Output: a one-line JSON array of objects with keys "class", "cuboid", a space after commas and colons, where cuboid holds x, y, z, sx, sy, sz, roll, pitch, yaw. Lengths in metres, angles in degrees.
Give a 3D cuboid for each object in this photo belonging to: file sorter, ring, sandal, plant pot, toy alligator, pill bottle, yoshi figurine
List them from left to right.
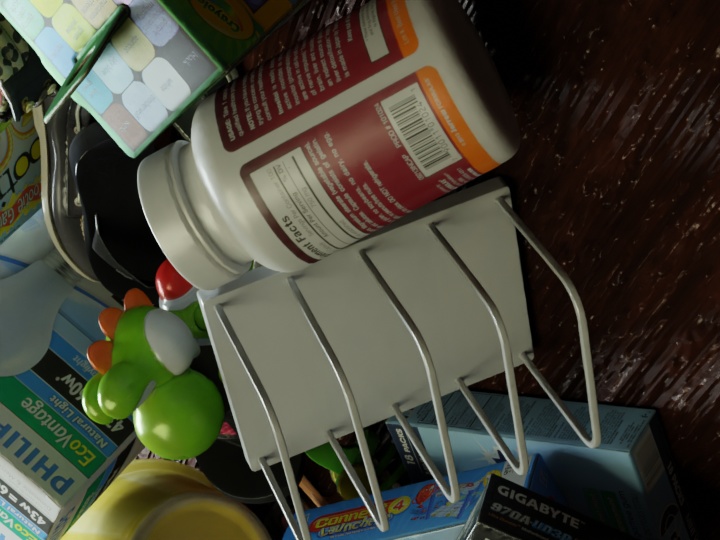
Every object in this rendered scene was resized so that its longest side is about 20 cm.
[{"class": "sandal", "cuboid": [-0.159, -0.027, 1.168, 0.201, 0.075, 0.043, 74, 169, -58]}, {"class": "plant pot", "cuboid": [-0.156, 0.245, 1.334, 0.201, 0.201, 0.189, 48, 154, -8]}, {"class": "yoshi figurine", "cuboid": [-0.103, 0.050, 1.124, 0.111, 0.200, 0.113, 31, 141, 13]}, {"class": "sandal", "cuboid": [-0.105, 0.083, 1.202, 0.201, 0.075, 0.045, 58, 180, 32]}, {"class": "ring", "cuboid": [-0.029, 0.178, 1.269, 0.201, 0.019, 0.201, 48, 169, 12]}, {"class": "pill bottle", "cuboid": [-0.020, -0.071, 0.936, 0.199, 0.113, 0.114, -27, 110, 15]}, {"class": "file sorter", "cuboid": [0.026, 0.063, 0.993, 0.125, 0.198, 0.140, -123, 16, -52]}, {"class": "toy alligator", "cuboid": [0.034, 0.183, 1.252, 0.200, 0.054, 0.059, 50, 180, -9]}]

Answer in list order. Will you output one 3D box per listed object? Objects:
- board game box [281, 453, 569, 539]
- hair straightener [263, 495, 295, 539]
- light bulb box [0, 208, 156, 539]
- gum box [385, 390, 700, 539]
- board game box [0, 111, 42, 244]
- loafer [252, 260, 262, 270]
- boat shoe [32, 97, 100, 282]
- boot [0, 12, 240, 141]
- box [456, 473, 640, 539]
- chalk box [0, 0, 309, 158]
[{"class": "board game box", "cuboid": [0.072, 0.235, 1.142, 0.194, 0.056, 0.201, -17, 117, 27]}, {"class": "hair straightener", "cuboid": [-0.043, 0.244, 1.374, 0.201, 0.041, 0.077, 51, 160, -8]}, {"class": "light bulb box", "cuboid": [-0.248, 0.077, 1.281, 0.198, 0.200, 0.125, 39, 143, 4]}, {"class": "gum box", "cuboid": [0.131, 0.165, 1.153, 0.198, 0.045, 0.171, 4, 129, 40]}, {"class": "board game box", "cuboid": [-0.280, -0.126, 1.193, 0.102, 0.105, 0.201, 28, 141, 17]}, {"class": "loafer", "cuboid": [-0.033, -0.031, 1.051, 0.069, 0.075, 0.202, 30, 106, 39]}, {"class": "boat shoe", "cuboid": [-0.183, -0.069, 1.189, 0.062, 0.073, 0.202, 19, 133, 31]}, {"class": "boot", "cuboid": [-0.169, -0.124, 1.053, 0.073, 0.154, 0.204, -15, 115, 48]}, {"class": "box", "cuboid": [0.114, 0.239, 1.066, 0.158, 0.046, 0.201, 24, 128, 1]}, {"class": "chalk box", "cuboid": [-0.111, -0.158, 0.930, 0.124, 0.200, 0.125, 48, 142, -7]}]
